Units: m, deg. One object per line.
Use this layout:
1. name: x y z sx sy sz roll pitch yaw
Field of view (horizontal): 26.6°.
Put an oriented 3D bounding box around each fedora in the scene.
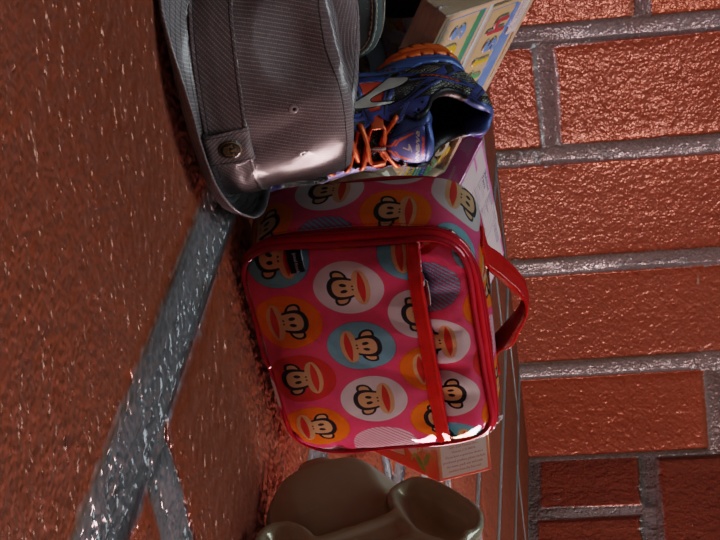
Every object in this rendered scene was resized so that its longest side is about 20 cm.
1. fedora: -0.047 -0.127 0.897 0.177 0.090 0.200 -82 165 -52

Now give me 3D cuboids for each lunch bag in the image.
1. lunch bag: 0.023 0.031 1.000 0.082 0.176 0.200 -84 166 -47

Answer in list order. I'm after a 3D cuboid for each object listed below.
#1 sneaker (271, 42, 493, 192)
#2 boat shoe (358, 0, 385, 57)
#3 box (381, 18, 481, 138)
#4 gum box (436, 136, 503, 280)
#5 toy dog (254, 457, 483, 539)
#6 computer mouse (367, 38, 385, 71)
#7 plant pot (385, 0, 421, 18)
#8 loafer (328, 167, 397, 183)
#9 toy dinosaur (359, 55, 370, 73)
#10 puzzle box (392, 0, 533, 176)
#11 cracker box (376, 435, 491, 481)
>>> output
1. sneaker: 0.013 -0.101 1.052 0.200 0.078 0.075 -29 138 -31
2. boat shoe: -0.030 -0.222 0.999 0.062 0.073 0.200 -91 167 -58
3. box: 0.038 -0.208 1.335 0.039 0.137 0.200 -43 144 -25
4. gum box: 0.059 -0.058 1.401 0.066 0.113 0.200 -63 156 -26
5. toy dog: -0.004 0.235 0.973 0.194 0.139 0.200 30 -45 56
6. computer mouse: -0.005 -0.144 1.284 0.139 0.053 0.200 66 22 -62
7. plant pot: 0.010 -0.317 1.135 0.200 0.187 0.187 35 50 -60
8. loafer: 0.000 0.000 1.204 0.200 0.076 0.068 80 21 -46
9. toy dinosaur: -0.019 -0.136 1.127 0.102 0.077 0.200 -10 92 -67
10. puzzle box: 0.059 -0.141 1.202 0.133 0.025 0.200 -27 152 -45
11. cracker box: 0.051 0.070 1.331 0.134 0.058 0.200 15 -67 63
